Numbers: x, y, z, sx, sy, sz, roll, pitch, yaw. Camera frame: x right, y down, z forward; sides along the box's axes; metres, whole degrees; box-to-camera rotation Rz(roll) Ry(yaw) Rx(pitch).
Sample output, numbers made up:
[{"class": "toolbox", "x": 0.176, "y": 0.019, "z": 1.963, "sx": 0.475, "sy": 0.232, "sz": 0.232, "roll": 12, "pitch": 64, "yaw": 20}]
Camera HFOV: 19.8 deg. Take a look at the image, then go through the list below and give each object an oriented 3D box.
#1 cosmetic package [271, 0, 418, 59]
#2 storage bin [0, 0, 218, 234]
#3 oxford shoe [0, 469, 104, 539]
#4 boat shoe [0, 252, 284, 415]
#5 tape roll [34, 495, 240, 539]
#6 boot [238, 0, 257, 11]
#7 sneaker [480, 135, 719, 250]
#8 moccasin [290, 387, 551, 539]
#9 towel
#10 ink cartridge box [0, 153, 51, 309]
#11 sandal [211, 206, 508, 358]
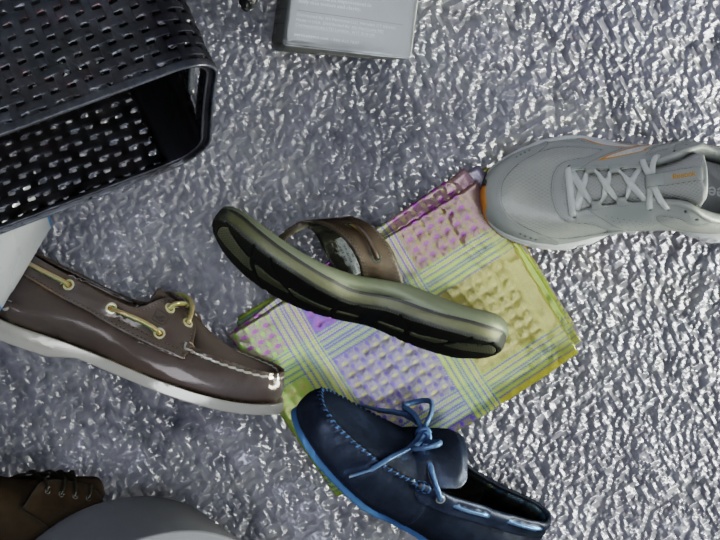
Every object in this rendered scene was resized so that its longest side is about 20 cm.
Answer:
[{"class": "cosmetic package", "x": 0.000, "y": -0.231, "z": 1.263, "sx": 0.090, "sy": 0.107, "sz": 0.201, "roll": 4, "pitch": 94, "yaw": -6}, {"class": "storage bin", "x": -0.186, "y": -0.092, "z": 1.104, "sx": 0.199, "sy": 0.135, "sz": 0.094, "roll": -21, "pitch": 75, "yaw": -13}, {"class": "oxford shoe", "x": -0.208, "y": 0.148, "z": 1.288, "sx": 0.200, "sy": 0.073, "sz": 0.085, "roll": 42, "pitch": 84, "yaw": -32}, {"class": "boat shoe", "x": -0.137, "y": 0.038, "z": 1.292, "sx": 0.199, "sy": 0.072, "sz": 0.060, "roll": 18, "pitch": 94, "yaw": 0}, {"class": "tape roll", "x": -0.138, "y": 0.244, "z": 1.276, "sx": 0.200, "sy": 0.066, "sz": 0.201, "roll": -11, "pitch": 111, "yaw": -31}, {"class": "boot", "x": -0.114, "y": -0.208, "z": 1.169, "sx": 0.162, "sy": 0.073, "sz": 0.199, "roll": 35, "pitch": 98, "yaw": -19}, {"class": "sneaker", "x": 0.176, "y": -0.056, "z": 1.303, "sx": 0.199, "sy": 0.092, "sz": 0.076, "roll": -3, "pitch": 84, "yaw": -8}, {"class": "moccasin", "x": 0.041, "y": 0.122, "z": 1.303, "sx": 0.068, "sy": 0.081, "sz": 0.200, "roll": -39, "pitch": 129, "yaw": 21}, {"class": "towel", "x": 0.033, "y": 0.040, "z": 1.338, "sx": 0.200, "sy": 0.023, "sz": 0.144, "roll": -33, "pitch": 99, "yaw": -2}, {"class": "ink cartridge box", "x": -0.288, "y": -0.062, "z": 1.219, "sx": 0.199, "sy": 0.116, "sz": 0.068, "roll": 28, "pitch": 75, "yaw": 4}, {"class": "sandal", "x": 0.000, "y": 0.000, "z": 1.288, "sx": 0.200, "sy": 0.080, "sz": 0.058, "roll": 20, "pitch": 77, "yaw": -14}]
